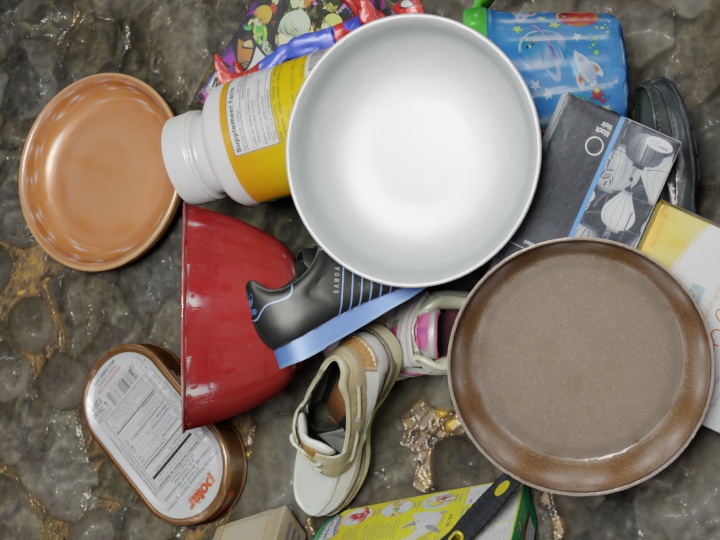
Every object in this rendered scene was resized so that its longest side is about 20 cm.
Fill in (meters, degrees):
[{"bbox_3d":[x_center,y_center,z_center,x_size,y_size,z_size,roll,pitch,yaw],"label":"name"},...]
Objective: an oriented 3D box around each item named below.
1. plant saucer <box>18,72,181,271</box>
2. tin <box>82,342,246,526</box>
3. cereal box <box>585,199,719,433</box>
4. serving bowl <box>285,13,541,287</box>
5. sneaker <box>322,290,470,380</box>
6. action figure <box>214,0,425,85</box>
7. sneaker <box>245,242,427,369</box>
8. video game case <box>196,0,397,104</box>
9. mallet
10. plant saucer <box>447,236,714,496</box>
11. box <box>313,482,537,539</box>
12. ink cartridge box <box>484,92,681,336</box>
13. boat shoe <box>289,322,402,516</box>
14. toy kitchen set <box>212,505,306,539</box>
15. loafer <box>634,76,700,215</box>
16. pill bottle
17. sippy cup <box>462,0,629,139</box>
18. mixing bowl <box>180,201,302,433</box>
[{"bbox_3d":[-0.260,-0.099,1.081,0.196,0.037,0.205,-3,83,22],"label":"plant saucer"},{"bbox_3d":[-0.194,0.158,1.026,0.200,0.042,0.112,45,104,19],"label":"tin"},{"bbox_3d":[0.291,0.051,0.811,0.197,0.040,0.146,23,103,6],"label":"cereal box"},{"bbox_3d":[0.044,-0.092,0.817,0.196,0.066,0.205,2,96,15],"label":"serving bowl"},{"bbox_3d":[0.052,0.052,0.915,0.196,0.088,0.083,-8,81,20],"label":"sneaker"},{"bbox_3d":[-0.039,-0.232,0.955,0.196,0.065,0.101,-11,91,18],"label":"action figure"},{"bbox_3d":[0.000,0.000,0.865,0.198,0.070,0.079,-30,92,-19],"label":"sneaker"},{"bbox_3d":[-0.036,-0.188,1.006,0.199,0.036,0.183,37,97,21],"label":"video game case"},{"bbox_3d":[0.121,0.153,0.847,0.198,0.041,0.066,-31,64,-28],"label":"mallet"},{"bbox_3d":[0.164,0.071,0.801,0.196,0.032,0.204,2,103,9],"label":"plant saucer"},{"bbox_3d":[0.043,0.234,0.879,0.196,0.117,0.049,-13,102,19],"label":"box"},{"bbox_3d":[0.163,-0.026,0.823,0.098,0.039,0.203,22,99,1],"label":"ink cartridge box"},{"bbox_3d":[-0.028,0.137,0.911,0.074,0.068,0.203,34,123,29],"label":"boat shoe"},{"bbox_3d":[-0.033,0.338,0.924,0.161,0.182,0.202,-21,117,21],"label":"toy kitchen set"},{"bbox_3d":[0.239,-0.056,0.863,0.069,0.068,0.205,-4,85,0],"label":"loafer"},{"bbox_3d":[-0.071,-0.122,0.931,0.197,0.111,0.113,-14,79,18],"label":"pill bottle"},{"bbox_3d":[0.156,-0.158,0.885,0.128,0.140,0.181,-5,108,10],"label":"sippy cup"},{"bbox_3d":[-0.107,0.041,0.942,0.106,0.200,0.205,0,82,-10],"label":"mixing bowl"}]
